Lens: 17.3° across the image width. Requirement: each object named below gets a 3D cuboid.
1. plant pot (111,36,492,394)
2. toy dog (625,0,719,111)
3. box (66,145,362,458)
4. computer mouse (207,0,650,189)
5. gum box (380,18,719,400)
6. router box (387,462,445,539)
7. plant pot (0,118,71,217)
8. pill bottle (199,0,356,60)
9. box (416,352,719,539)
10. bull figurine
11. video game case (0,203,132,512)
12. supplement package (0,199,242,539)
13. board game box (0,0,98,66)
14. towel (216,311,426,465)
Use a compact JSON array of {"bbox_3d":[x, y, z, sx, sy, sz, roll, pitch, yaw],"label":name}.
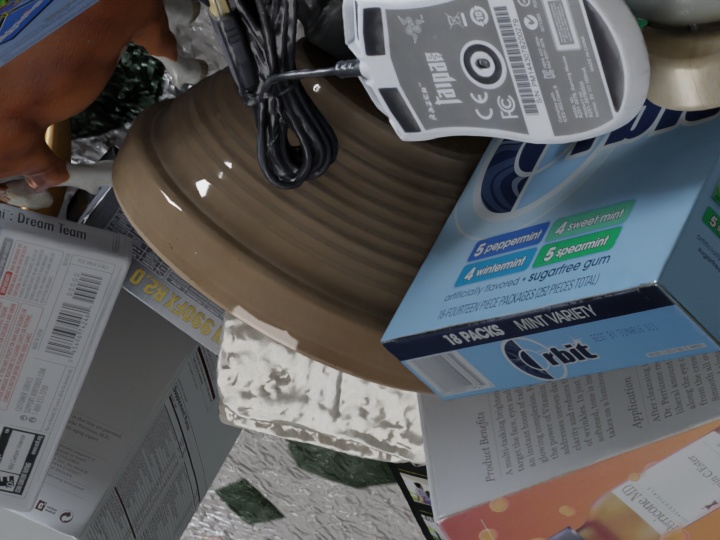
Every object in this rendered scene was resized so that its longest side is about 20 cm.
[{"bbox_3d":[-0.003,-0.040,1.059,0.200,0.201,0.093,30,112,0],"label":"plant pot"},{"bbox_3d":[0.112,-0.144,0.916,0.200,0.096,0.133,55,158,39],"label":"toy dog"},{"bbox_3d":[-0.071,0.015,1.320,0.199,0.048,0.158,36,-176,-12],"label":"box"},{"bbox_3d":[0.030,-0.084,0.905,0.199,0.044,0.110,2,120,37],"label":"computer mouse"},{"bbox_3d":[0.113,-0.047,0.960,0.045,0.201,0.169,41,150,-22],"label":"gum box"},{"bbox_3d":[0.112,0.120,1.383,0.199,0.051,0.150,9,144,31],"label":"router box"},{"bbox_3d":[-0.251,-0.051,1.337,0.199,0.201,0.183,25,168,10],"label":"plant pot"},{"bbox_3d":[-0.064,-0.178,1.011,0.199,0.112,0.112,34,152,-6],"label":"pill bottle"},{"bbox_3d":[0.148,0.094,1.160,0.199,0.107,0.153,-21,132,14],"label":"box"},{"bbox_3d":[-0.134,-0.114,1.155,0.065,0.200,0.121,49,-173,39],"label":"bull figurine"},{"bbox_3d":[-0.231,0.036,1.223,0.181,0.024,0.201,14,130,-14],"label":"video game case"},{"bbox_3d":[-0.190,0.082,1.458,0.190,0.201,0.148,21,151,18],"label":"supplement package"},{"bbox_3d":[-0.195,-0.095,1.064,0.020,0.199,0.103,59,-167,5],"label":"board game box"},{"bbox_3d":[0.000,0.000,1.201,0.131,0.035,0.202,13,113,4],"label":"towel"}]
